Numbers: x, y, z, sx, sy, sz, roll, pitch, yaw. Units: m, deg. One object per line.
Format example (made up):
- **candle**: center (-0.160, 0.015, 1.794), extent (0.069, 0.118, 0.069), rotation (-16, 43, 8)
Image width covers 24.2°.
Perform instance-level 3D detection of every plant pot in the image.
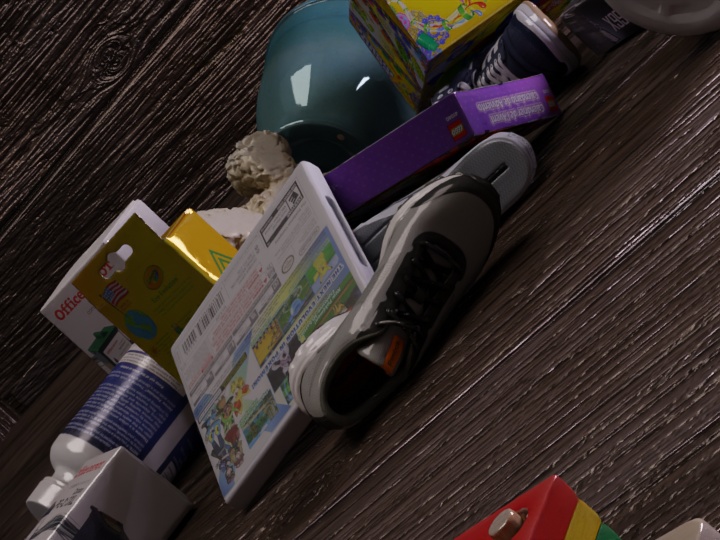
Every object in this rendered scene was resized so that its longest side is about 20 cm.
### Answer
- **plant pot**: center (-0.025, -0.156, 1.768), extent (0.200, 0.199, 0.189), rotation (-42, 20, 37)

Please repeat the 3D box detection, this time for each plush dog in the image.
- **plush dog**: center (-0.076, -0.003, 1.555), extent (0.173, 0.159, 0.201), rotation (98, -166, -47)

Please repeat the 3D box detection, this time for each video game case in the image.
- **video game case**: center (-0.065, 0.046, 1.263), extent (0.201, 0.022, 0.183), rotation (-53, 37, 21)

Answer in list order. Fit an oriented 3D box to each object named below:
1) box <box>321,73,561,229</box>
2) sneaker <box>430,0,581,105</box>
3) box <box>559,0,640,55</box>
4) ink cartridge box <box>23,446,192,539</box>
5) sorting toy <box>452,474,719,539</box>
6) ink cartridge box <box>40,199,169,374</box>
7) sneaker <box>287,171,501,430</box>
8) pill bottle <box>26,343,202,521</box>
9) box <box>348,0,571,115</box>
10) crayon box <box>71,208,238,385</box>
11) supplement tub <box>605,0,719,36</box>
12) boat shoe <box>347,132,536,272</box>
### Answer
- **box**: center (0.046, -0.087, 1.323), extent (0.199, 0.039, 0.136), rotation (-30, -6, 37)
- **sneaker**: center (0.121, -0.162, 1.429), extent (0.108, 0.070, 0.200), rotation (-44, 2, -1)
- **box**: center (0.257, -0.275, 1.315), extent (0.201, 0.050, 0.158), rotation (-53, 9, -21)
- **ink cartridge box**: center (-0.246, 0.254, 1.413), extent (0.201, 0.084, 0.145), rotation (-53, 10, -23)
- **sorting toy**: center (0.011, 0.176, 0.546), extent (0.200, 0.069, 0.199), rotation (-40, 12, 42)
- **ink cartridge box**: center (-0.205, 0.050, 1.699), extent (0.146, 0.200, 0.085), rotation (-42, 10, 40)
- **sneaker**: center (0.031, 0.026, 1.117), extent (0.201, 0.074, 0.079), rotation (-54, 18, 5)
- **pill bottle**: center (-0.222, 0.165, 1.583), extent (0.201, 0.111, 0.111), rotation (-53, 10, -25)
- **box**: center (0.102, -0.267, 1.535), extent (0.199, 0.123, 0.193), rotation (-35, -7, -6)
- **crayon box**: center (-0.136, 0.035, 1.429), extent (0.127, 0.200, 0.051), rotation (-39, 12, 43)
- **supplement tub**: center (0.234, -0.258, 1.123), extent (0.122, 0.122, 0.201), rotation (-38, 14, 48)
- **boat shoe**: center (0.055, -0.029, 1.255), extent (0.199, 0.072, 0.062), rotation (-36, -3, 17)
